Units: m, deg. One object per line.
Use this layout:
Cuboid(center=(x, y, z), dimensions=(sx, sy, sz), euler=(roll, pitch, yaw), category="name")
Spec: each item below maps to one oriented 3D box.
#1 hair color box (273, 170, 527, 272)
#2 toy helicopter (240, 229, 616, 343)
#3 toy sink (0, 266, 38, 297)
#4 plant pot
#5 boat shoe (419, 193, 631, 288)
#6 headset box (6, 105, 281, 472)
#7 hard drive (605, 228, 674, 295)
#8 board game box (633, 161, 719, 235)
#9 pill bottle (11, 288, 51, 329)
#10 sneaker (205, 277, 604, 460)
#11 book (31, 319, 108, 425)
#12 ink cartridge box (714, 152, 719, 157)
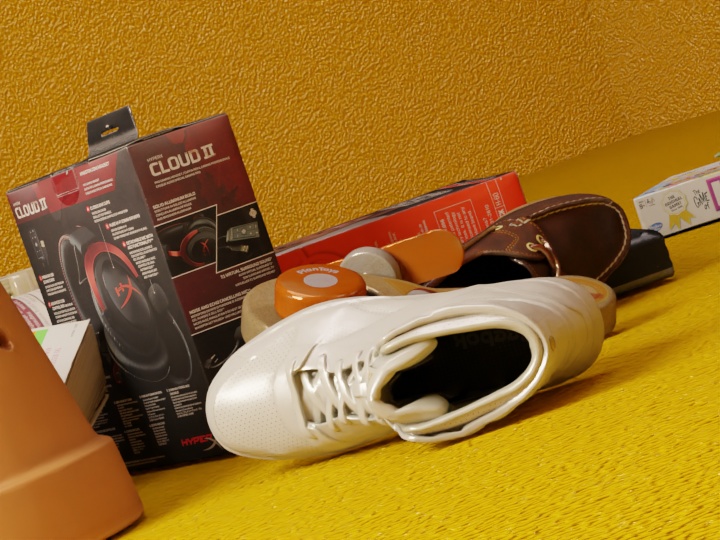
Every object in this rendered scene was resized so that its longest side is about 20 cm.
Cuboid(center=(0.000, 0.000, 1.640), dimensions=(0.200, 0.061, 0.101), euler=(-21, 4, -17), category="hair color box")
Cuboid(center=(0.035, 0.022, 1.413), dimensions=(0.200, 0.079, 0.132), euler=(-3, 22, -11), category="toy helicopter")
Cuboid(center=(-0.287, 0.078, 2.028), dimensions=(0.200, 0.131, 0.112), euler=(-19, 3, -26), category="toy sink")
Cuboid(center=(-0.221, 0.086, 1.305), dimensions=(0.200, 0.140, 0.200), euler=(-18, 2, 1), category="plant pot")
Cuboid(center=(0.081, 0.010, 1.524), dimensions=(0.200, 0.070, 0.070), euler=(-29, 6, -27), category="boat shoe")
Cuboid(center=(-0.115, 0.007, 1.523), dimensions=(0.075, 0.200, 0.149), euler=(-21, 3, -35), category="headset box")
Cuboid(center=(0.086, 0.019, 1.658), dimensions=(0.200, 0.033, 0.140), euler=(-20, 3, -4), category="hard drive")
Cuboid(center=(0.312, -0.075, 1.979), dimensions=(0.200, 0.034, 0.134), euler=(-18, 2, 20), category="board game box")
Cuboid(center=(-0.228, 0.072, 1.909), dimensions=(0.200, 0.114, 0.114), euler=(-20, 3, -27), category="pill bottle")
Cuboid(center=(0.004, 0.047, 1.237), dimensions=(0.200, 0.074, 0.116), euler=(-17, 0, 18), category="sneaker")
Cuboid(center=(-0.251, 0.087, 1.471), dimensions=(0.200, 0.048, 0.134), euler=(-8, 22, 11), category="book")
Cuboid(center=(0.338, -0.086, 1.753), dimensions=(0.200, 0.059, 0.104), euler=(-21, 3, -40), category="ink cartridge box")
